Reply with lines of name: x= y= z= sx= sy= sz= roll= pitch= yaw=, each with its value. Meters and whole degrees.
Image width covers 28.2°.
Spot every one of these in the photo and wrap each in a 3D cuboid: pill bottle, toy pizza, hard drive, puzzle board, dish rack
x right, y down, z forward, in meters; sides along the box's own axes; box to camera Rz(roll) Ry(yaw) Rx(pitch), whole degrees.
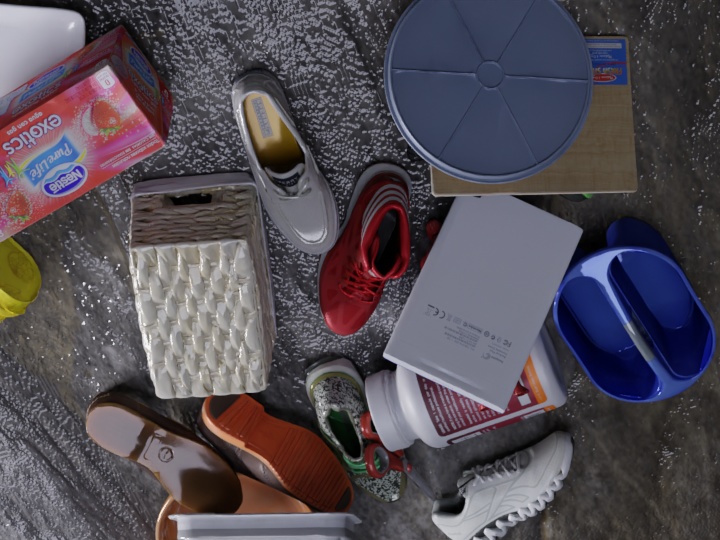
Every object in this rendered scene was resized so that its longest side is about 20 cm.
pill bottle: x=0.111 y=0.120 z=1.523 sx=0.198 sy=0.113 sz=0.114 roll=-20 pitch=120 yaw=12
toy pizza: x=0.119 y=-0.179 z=1.339 sx=0.198 sy=0.032 sz=0.203 roll=1 pitch=84 yaw=-5
hard drive: x=0.123 y=0.022 z=1.422 sx=0.131 sy=0.025 sz=0.202 roll=24 pitch=76 yaw=5
puzzle board: x=0.162 y=-0.147 z=1.362 sx=0.197 sy=0.017 sz=0.153 roll=-1 pitch=82 yaw=-6
dish rack: x=-0.100 y=0.289 z=1.557 sx=0.197 sy=0.044 sz=0.172 roll=-2 pitch=166 yaw=4

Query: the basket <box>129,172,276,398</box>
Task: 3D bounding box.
basket: x=-0.161 y=0.019 z=1.454 sx=0.134 sy=0.124 sz=0.202 roll=-4 pitch=121 yaw=1

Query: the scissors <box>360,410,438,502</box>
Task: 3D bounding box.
scissors: x=0.048 y=0.210 z=1.607 sx=0.014 sy=0.074 sz=0.200 roll=-13 pitch=156 yaw=24

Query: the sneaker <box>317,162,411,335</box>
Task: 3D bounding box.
sneaker: x=0.000 y=0.000 z=1.448 sx=0.077 sy=0.116 sz=0.202 roll=11 pitch=119 yaw=-6

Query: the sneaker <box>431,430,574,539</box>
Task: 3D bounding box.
sneaker: x=0.162 y=0.247 z=1.629 sx=0.081 sy=0.075 sz=0.200 roll=39 pitch=114 yaw=-12

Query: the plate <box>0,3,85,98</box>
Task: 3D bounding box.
plate: x=-0.366 y=-0.173 z=1.390 sx=0.197 sy=0.032 sz=0.202 roll=6 pitch=121 yaw=-4

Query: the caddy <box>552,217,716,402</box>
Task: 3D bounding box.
caddy: x=0.281 y=0.046 z=1.482 sx=0.141 sy=0.105 sz=0.201 roll=-29 pitch=118 yaw=17

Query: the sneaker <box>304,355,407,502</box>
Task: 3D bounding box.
sneaker: x=-0.006 y=0.195 z=1.582 sx=0.076 sy=0.089 sz=0.201 roll=-23 pitch=119 yaw=13

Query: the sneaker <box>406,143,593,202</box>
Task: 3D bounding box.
sneaker: x=0.137 y=-0.112 z=1.413 sx=0.198 sy=0.077 sz=0.084 roll=21 pitch=126 yaw=-1

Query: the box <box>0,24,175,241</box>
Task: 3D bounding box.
box: x=-0.282 y=-0.128 z=1.341 sx=0.199 sy=0.103 sz=0.095 roll=-28 pitch=118 yaw=14

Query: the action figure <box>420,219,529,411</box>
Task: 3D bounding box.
action figure: x=0.108 y=0.041 z=1.455 sx=0.065 sy=0.052 sz=0.202 roll=-22 pitch=78 yaw=7

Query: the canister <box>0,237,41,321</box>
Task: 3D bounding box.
canister: x=-0.453 y=0.028 z=1.482 sx=0.199 sy=0.087 sz=0.149 roll=-36 pitch=115 yaw=21

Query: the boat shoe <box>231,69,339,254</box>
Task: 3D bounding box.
boat shoe: x=-0.073 y=-0.097 z=1.404 sx=0.070 sy=0.070 sz=0.202 roll=-18 pitch=114 yaw=4

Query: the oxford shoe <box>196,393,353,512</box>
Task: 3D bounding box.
oxford shoe: x=-0.095 y=0.208 z=1.593 sx=0.199 sy=0.071 sz=0.073 roll=38 pitch=144 yaw=0

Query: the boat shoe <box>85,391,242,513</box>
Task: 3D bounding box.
boat shoe: x=-0.214 y=0.198 z=1.588 sx=0.199 sy=0.070 sz=0.071 roll=38 pitch=95 yaw=-11

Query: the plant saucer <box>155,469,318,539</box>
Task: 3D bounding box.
plant saucer: x=-0.140 y=0.304 z=1.679 sx=0.198 sy=0.038 sz=0.202 roll=0 pitch=120 yaw=0
